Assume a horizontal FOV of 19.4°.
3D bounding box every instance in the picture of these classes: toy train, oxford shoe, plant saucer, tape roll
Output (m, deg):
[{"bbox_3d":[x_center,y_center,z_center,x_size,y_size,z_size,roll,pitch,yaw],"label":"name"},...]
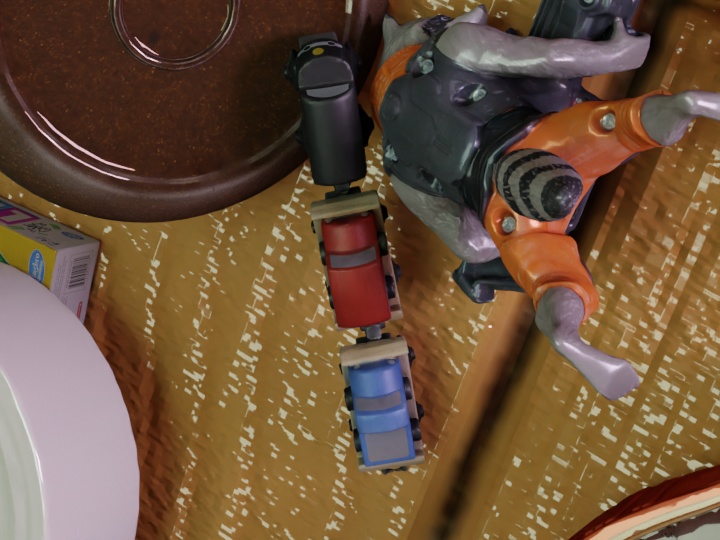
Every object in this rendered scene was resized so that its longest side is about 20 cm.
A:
[{"bbox_3d":[0.000,0.000,0.875,0.034,0.046,0.200,-10,113,0],"label":"toy train"},{"bbox_3d":[0.135,0.115,0.827,0.200,0.071,0.073,-35,85,31],"label":"oxford shoe"},{"bbox_3d":[-0.078,-0.110,0.856,0.034,0.200,0.201,-133,52,-63],"label":"plant saucer"},{"bbox_3d":[-0.204,0.095,0.989,0.202,0.071,0.203,7,103,30],"label":"tape roll"}]

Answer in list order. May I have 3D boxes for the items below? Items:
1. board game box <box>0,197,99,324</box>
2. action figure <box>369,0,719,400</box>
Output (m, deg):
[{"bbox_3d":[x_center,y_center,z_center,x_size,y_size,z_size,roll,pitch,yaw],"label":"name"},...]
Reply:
[{"bbox_3d":[-0.209,0.057,1.047,0.134,0.034,0.200,23,110,27],"label":"board game box"},{"bbox_3d":[0.068,-0.069,0.804,0.193,0.104,0.200,35,113,53],"label":"action figure"}]
